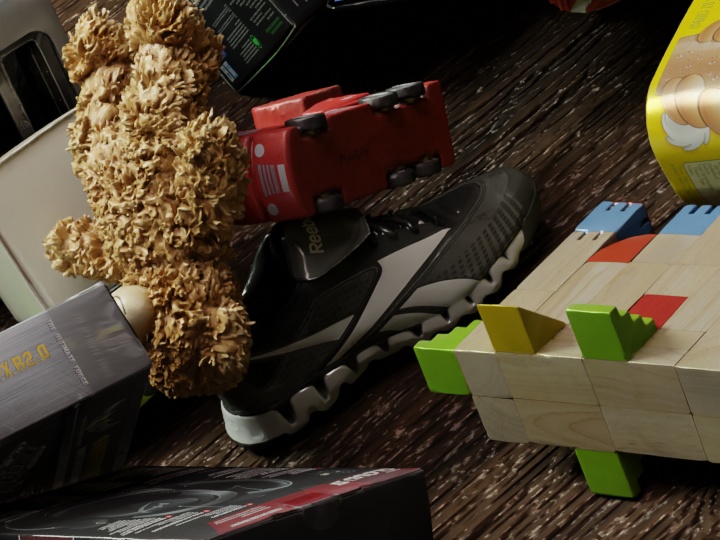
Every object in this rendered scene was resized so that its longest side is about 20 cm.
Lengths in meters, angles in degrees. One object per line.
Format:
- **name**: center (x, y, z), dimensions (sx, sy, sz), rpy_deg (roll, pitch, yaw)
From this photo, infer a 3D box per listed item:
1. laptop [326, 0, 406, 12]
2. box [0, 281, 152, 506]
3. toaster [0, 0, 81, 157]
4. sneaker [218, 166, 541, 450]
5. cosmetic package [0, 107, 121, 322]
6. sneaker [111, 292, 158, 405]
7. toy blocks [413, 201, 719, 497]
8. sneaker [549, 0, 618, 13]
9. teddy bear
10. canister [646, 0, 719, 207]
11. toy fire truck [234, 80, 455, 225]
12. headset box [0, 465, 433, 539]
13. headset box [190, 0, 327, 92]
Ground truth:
- **laptop**: center (0.067, -0.234, 1.521), dimensions (0.176, 0.103, 0.201), rpy_deg (-8, 80, 13)
- **box**: center (-0.184, 0.097, 1.338), dimensions (0.158, 0.200, 0.048), rpy_deg (-28, 72, -21)
- **toaster**: center (-0.250, -0.076, 1.683), dimensions (0.180, 0.201, 0.119), rpy_deg (-32, 33, -15)
- **sneaker**: center (0.000, 0.000, 1.438), dimensions (0.200, 0.091, 0.066), rpy_deg (-36, 33, -5)
- **cosmetic package**: center (-0.157, -0.033, 1.550), dimensions (0.103, 0.087, 0.200), rpy_deg (-35, 7, -12)
- **sneaker**: center (-0.174, 0.083, 1.515), dimensions (0.200, 0.074, 0.084), rpy_deg (-35, 6, 3)
- **toy blocks**: center (0.144, 0.022, 1.297), dimensions (0.199, 0.100, 0.137), rpy_deg (3, 35, 44)
- **sneaker**: center (0.183, -0.185, 1.553), dimensions (0.199, 0.073, 0.077), rpy_deg (3, 34, 38)
- **teddy bear**: center (-0.104, -0.038, 1.389), dimensions (0.144, 0.201, 0.067), rpy_deg (7, 5, 41)
- **canister**: center (0.248, -0.099, 1.363), dimensions (0.199, 0.087, 0.149), rpy_deg (-5, 40, 39)
- **toy fire truck**: center (-0.031, -0.061, 1.497), dimensions (0.140, 0.049, 0.200), rpy_deg (-8, 9, 36)
- **headset box**: center (-0.073, 0.135, 1.269), dimensions (0.199, 0.078, 0.149), rpy_deg (-1, 8, 39)
- **headset box**: center (-0.015, -0.216, 1.678), dimensions (0.200, 0.093, 0.174), rpy_deg (-43, 3, -16)
